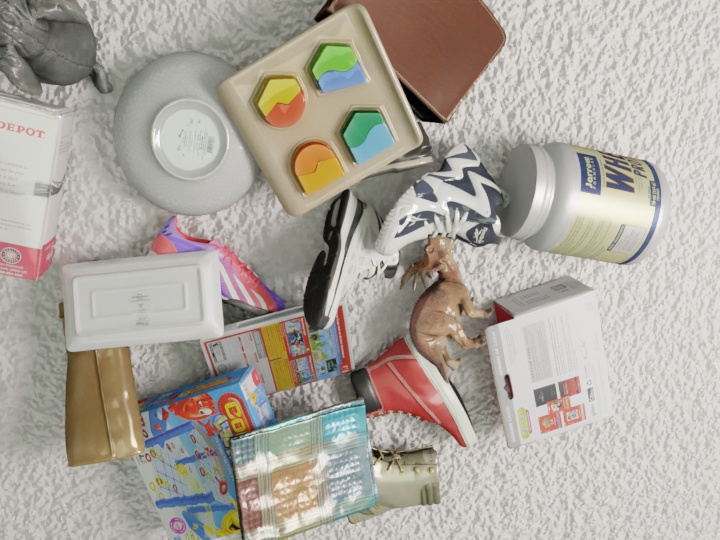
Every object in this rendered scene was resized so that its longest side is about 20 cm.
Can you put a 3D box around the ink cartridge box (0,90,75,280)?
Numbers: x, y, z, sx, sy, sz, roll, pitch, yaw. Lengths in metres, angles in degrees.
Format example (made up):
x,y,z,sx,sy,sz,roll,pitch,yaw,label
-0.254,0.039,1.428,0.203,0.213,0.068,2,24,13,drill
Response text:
x,y,z,sx,sy,sz,roll,pitch,yaw,label
-0.432,-0.108,0.827,0.142,0.085,0.205,12,103,-14,ink cartridge box

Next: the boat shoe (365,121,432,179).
x,y,z,sx,sy,sz,roll,pitch,yaw,label
-0.002,-0.148,0.918,0.195,0.067,0.059,-13,90,-8,boat shoe

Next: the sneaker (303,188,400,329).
x,y,z,sx,sy,sz,roll,pitch,yaw,label
0.000,0.000,0.906,0.114,0.075,0.204,29,56,-22,sneaker

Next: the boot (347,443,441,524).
x,y,z,sx,sy,sz,roll,pitch,yaw,label
0.035,0.272,1.005,0.151,0.073,0.204,-11,117,5,boot

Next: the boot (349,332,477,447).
x,y,z,sx,sy,sz,roll,pitch,yaw,label
0.074,0.203,1.022,0.143,0.073,0.202,-34,107,5,boot

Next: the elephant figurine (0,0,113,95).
x,y,z,sx,sy,sz,roll,pitch,yaw,label
-0.364,-0.258,0.741,0.151,0.200,0.145,-5,105,-10,elephant figurine

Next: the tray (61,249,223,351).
x,y,z,sx,sy,sz,roll,pitch,yaw,label
-0.270,0.037,0.858,0.194,0.022,0.111,-6,87,-3,tray

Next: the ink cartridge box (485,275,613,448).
x,y,z,sx,sy,sz,roll,pitch,yaw,label
0.265,0.135,1.031,0.171,0.084,0.205,-16,106,-7,ink cartridge box

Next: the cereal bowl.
x,y,z,sx,sy,sz,roll,pitch,yaw,label
-0.208,-0.165,0.859,0.194,0.083,0.206,-3,104,-10,cereal bowl

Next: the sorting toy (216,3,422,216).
x,y,z,sx,sy,sz,roll,pitch,yaw,label
-0.044,-0.182,0.826,0.197,0.037,0.187,-27,116,5,sorting toy

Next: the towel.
x,y,z,sx,sy,sz,roll,pitch,yaw,label
-0.068,0.260,0.900,0.196,0.022,0.151,-10,93,-30,towel

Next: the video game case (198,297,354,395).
x,y,z,sx,sy,sz,roll,pitch,yaw,label
-0.109,0.113,0.952,0.195,0.018,0.145,-14,133,-8,video game case

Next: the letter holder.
x,y,z,sx,sy,sz,roll,pitch,yaw,label
0.065,-0.306,0.871,0.199,0.101,0.143,38,92,-18,letter holder

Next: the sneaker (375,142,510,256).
x,y,z,sx,sy,sz,roll,pitch,yaw,label
0.119,-0.062,0.907,0.129,0.080,0.199,41,60,11,sneaker

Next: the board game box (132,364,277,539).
x,y,z,sx,sy,sz,roll,pitch,yaw,label
-0.198,0.253,0.936,0.192,0.056,0.204,-18,101,17,board game box

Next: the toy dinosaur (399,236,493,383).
x,y,z,sx,sy,sz,roll,pitch,yaw,label
0.102,0.053,0.953,0.133,0.086,0.204,27,63,-14,toy dinosaur

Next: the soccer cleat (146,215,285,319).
x,y,z,sx,sy,sz,roll,pitch,yaw,label
-0.179,0.001,0.919,0.197,0.068,0.075,26,89,-16,soccer cleat

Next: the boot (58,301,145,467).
x,y,z,sx,sy,sz,roll,pitch,yaw,label
-0.297,0.132,0.892,0.170,0.066,0.206,-10,83,3,boot

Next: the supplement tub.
x,y,z,sx,sy,sz,roll,pitch,yaw,label
0.297,-0.092,0.947,0.195,0.145,0.149,8,103,-14,supplement tub
